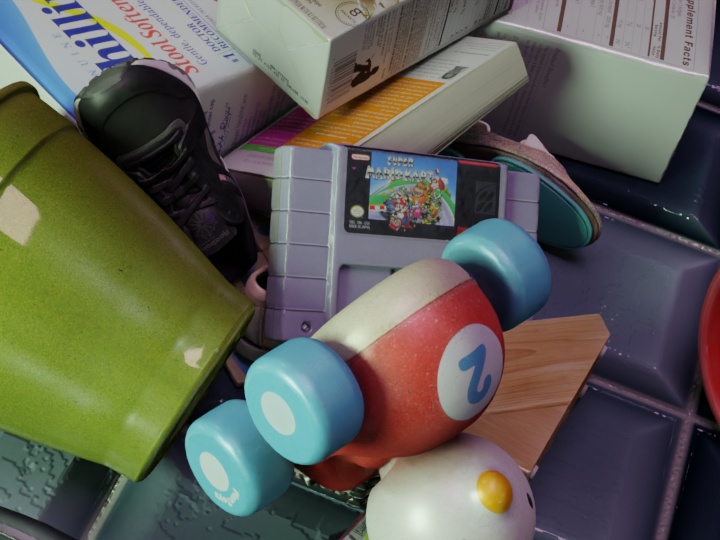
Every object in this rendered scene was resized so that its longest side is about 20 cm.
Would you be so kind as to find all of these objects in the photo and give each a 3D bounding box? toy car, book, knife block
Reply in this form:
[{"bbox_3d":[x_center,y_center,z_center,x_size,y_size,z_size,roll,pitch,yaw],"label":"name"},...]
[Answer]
[{"bbox_3d":[0.044,0.109,0.817,0.184,0.177,0.200,-31,83,-36],"label":"toy car"},{"bbox_3d":[0.004,-0.108,1.065,0.200,0.048,0.133,-38,32,-22],"label":"book"},{"bbox_3d":[0.047,0.075,0.973,0.175,0.064,0.200,29,50,11],"label":"knife block"}]

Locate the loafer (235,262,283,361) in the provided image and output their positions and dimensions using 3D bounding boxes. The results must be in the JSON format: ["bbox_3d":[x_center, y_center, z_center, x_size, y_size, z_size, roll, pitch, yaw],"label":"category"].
[{"bbox_3d":[0.000,0.000,1.018,0.200,0.063,0.072,-26,59,-31],"label":"loafer"}]

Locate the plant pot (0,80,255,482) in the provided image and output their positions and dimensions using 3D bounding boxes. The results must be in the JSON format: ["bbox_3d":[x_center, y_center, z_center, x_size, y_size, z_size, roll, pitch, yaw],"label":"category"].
[{"bbox_3d":[-0.175,0.023,0.896,0.193,0.201,0.201,33,49,-1],"label":"plant pot"}]

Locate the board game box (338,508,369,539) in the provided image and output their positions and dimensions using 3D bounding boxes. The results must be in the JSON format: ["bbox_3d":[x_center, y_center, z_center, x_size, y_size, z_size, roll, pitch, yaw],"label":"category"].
[{"bbox_3d":[0.000,0.225,0.817,0.120,0.032,0.200,46,42,1],"label":"board game box"}]

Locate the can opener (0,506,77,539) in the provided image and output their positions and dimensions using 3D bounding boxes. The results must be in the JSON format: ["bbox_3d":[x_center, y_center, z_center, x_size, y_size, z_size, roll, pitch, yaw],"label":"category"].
[{"bbox_3d":[-0.139,0.187,0.840,0.199,0.079,0.064,18,91,-1],"label":"can opener"}]

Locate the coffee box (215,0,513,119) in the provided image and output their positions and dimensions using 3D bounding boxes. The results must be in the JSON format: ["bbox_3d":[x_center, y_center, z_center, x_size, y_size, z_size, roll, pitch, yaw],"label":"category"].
[{"bbox_3d":[0.011,-0.206,1.051,0.200,0.080,0.113,-34,64,-30],"label":"coffee box"}]

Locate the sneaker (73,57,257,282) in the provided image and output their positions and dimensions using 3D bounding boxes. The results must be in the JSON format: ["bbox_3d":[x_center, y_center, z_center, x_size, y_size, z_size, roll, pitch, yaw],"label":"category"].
[{"bbox_3d":[-0.111,-0.059,0.959,0.076,0.200,0.088,-34,62,0],"label":"sneaker"}]

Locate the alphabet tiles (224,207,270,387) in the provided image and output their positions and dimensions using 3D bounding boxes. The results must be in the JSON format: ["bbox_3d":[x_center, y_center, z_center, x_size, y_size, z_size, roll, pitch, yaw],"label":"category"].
[{"bbox_3d":[-0.035,-0.009,1.065,0.199,0.008,0.167,-17,55,-25],"label":"alphabet tiles"}]

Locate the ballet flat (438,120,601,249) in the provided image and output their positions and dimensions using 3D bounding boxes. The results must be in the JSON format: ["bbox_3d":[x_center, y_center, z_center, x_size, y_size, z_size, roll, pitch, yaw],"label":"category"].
[{"bbox_3d":[0.098,-0.084,1.124,0.200,0.068,0.067,27,46,8],"label":"ballet flat"}]

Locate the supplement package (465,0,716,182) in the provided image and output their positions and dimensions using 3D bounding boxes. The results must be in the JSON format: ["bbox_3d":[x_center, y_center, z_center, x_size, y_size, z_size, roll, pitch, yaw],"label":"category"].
[{"bbox_3d":[0.167,-0.172,1.181,0.199,0.117,0.118,16,48,0],"label":"supplement package"}]

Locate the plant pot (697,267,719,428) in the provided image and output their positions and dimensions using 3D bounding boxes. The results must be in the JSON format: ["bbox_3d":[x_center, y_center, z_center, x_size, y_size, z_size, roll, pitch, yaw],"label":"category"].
[{"bbox_3d":[0.361,0.049,1.002,0.177,0.201,0.201,-14,53,-38],"label":"plant pot"}]

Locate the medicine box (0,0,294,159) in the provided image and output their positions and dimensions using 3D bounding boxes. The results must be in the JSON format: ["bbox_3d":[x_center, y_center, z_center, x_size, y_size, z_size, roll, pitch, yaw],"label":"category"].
[{"bbox_3d":[-0.174,-0.150,1.082,0.200,0.103,0.182,-28,61,-37],"label":"medicine box"}]

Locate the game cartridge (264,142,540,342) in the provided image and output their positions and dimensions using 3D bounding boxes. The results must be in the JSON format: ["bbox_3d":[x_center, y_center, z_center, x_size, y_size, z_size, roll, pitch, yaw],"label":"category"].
[{"bbox_3d":[0.033,-0.014,0.988,0.199,0.130,0.038,4,3,-31],"label":"game cartridge"}]
